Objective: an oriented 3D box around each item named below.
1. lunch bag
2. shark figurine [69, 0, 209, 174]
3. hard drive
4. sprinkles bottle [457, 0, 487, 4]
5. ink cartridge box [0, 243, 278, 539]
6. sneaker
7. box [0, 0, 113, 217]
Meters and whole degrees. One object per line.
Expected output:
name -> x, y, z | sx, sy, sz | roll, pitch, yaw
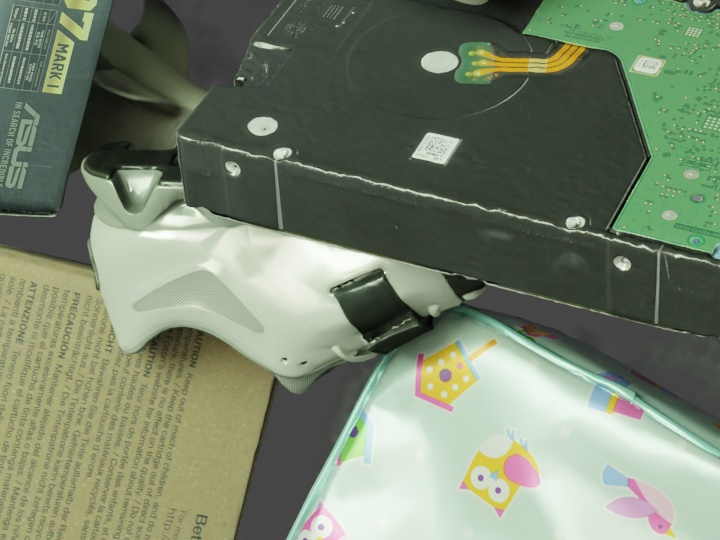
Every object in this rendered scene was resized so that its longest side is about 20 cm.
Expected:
lunch bag -> 0.072, 0.114, 0.860 | 0.199, 0.077, 0.161 | 29, 97, 21
shark figurine -> -0.127, -0.084, 0.936 | 0.215, 0.128, 0.090 | 46, 111, 20
hard drive -> 0.055, -0.052, 0.794 | 0.199, 0.140, 0.038 | 13, 134, 20
sprinkles bottle -> 0.055, -0.192, 0.781 | 0.068, 0.068, 0.201 | 31, 104, 21
ink cartridge box -> -0.133, 0.093, 0.896 | 0.075, 0.164, 0.201 | 13, 88, 63
sneaker -> 0.000, 0.000, 0.845 | 0.198, 0.074, 0.089 | 2, 108, 10
box -> -0.138, -0.142, 0.860 | 0.158, 0.051, 0.201 | 41, 121, 51
